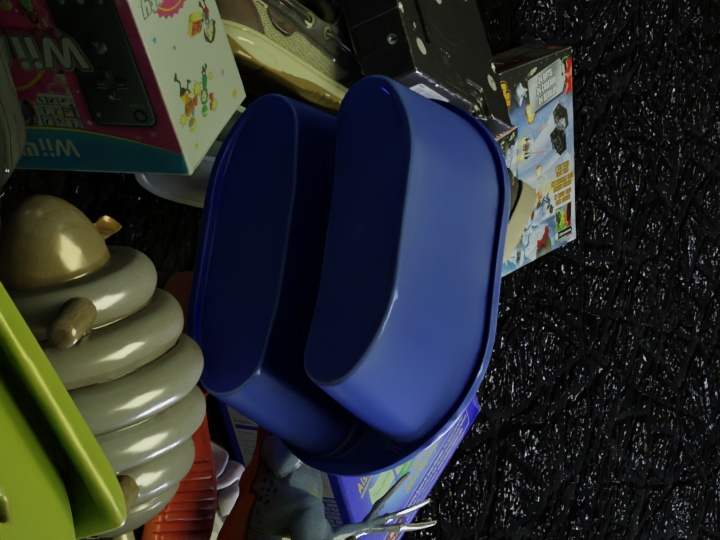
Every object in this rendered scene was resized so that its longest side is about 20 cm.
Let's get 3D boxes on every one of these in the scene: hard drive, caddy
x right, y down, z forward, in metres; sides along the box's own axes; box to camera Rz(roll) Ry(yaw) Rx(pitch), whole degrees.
[{"bbox_3d":[0.021,-0.180,1.538,0.140,0.038,0.200,23,49,-62],"label":"hard drive"},{"bbox_3d":[0.000,0.000,1.314,0.105,0.141,0.200,31,61,-48],"label":"caddy"}]

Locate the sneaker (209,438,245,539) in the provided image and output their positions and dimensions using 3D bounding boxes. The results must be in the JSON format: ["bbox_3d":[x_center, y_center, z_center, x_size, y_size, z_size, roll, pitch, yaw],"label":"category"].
[{"bbox_3d":[-0.078,0.175,1.453,0.081,0.075,0.200,-58,134,-30],"label":"sneaker"}]

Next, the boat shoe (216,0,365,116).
[{"bbox_3d":[-0.032,-0.124,1.490,0.201,0.072,0.066,21,80,-57],"label":"boat shoe"}]

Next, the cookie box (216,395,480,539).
[{"bbox_3d":[-0.012,0.050,1.547,0.171,0.075,0.200,-55,140,-45],"label":"cookie box"}]

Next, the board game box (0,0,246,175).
[{"bbox_3d":[-0.152,-0.141,1.175,0.064,0.147,0.200,-60,142,-42],"label":"board game box"}]

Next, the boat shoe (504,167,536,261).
[{"bbox_3d":[0.035,0.008,1.506,0.063,0.073,0.200,39,52,-12],"label":"boat shoe"}]

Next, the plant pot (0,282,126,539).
[{"bbox_3d":[-0.216,0.085,1.006,0.199,0.200,0.182,61,33,-25],"label":"plant pot"}]

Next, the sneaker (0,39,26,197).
[{"bbox_3d":[-0.192,-0.066,1.134,0.104,0.060,0.200,-64,148,-44],"label":"sneaker"}]

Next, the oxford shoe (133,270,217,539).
[{"bbox_3d":[-0.116,0.098,1.360,0.071,0.072,0.200,25,71,-70],"label":"oxford shoe"}]

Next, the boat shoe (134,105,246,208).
[{"bbox_3d":[-0.026,-0.059,1.433,0.200,0.073,0.062,13,58,-23],"label":"boat shoe"}]

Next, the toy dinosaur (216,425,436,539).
[{"bbox_3d":[-0.042,0.107,1.356,0.200,0.182,0.105,-7,128,-23],"label":"toy dinosaur"}]

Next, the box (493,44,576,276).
[{"bbox_3d":[0.086,-0.068,1.757,0.200,0.040,0.137,-24,116,-59],"label":"box"}]

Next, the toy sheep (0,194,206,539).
[{"bbox_3d":[-0.135,0.060,1.254,0.138,0.138,0.200,-33,120,-57],"label":"toy sheep"}]
